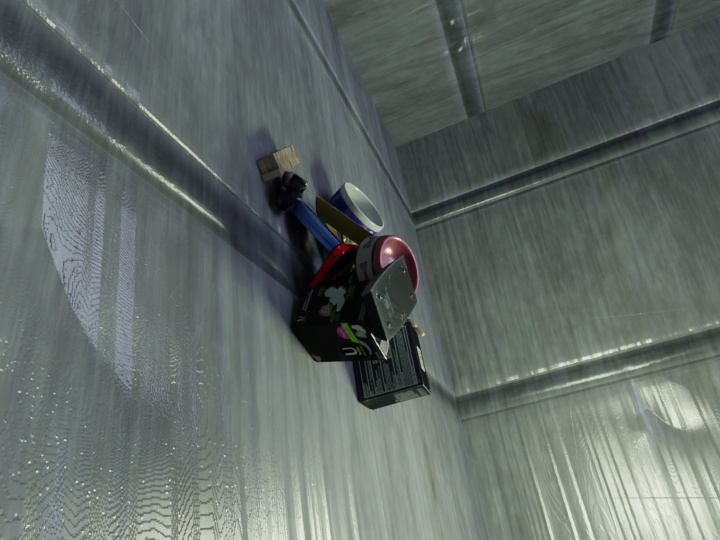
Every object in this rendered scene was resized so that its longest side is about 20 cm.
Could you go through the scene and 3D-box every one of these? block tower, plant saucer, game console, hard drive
[{"bbox_3d":[-0.215,-0.289,1.419,0.201,0.053,0.059,-72,141,-67],"label":"block tower"},{"bbox_3d":[-0.051,-0.132,1.512,0.198,0.049,0.200,35,3,-4],"label":"plant saucer"},{"bbox_3d":[-0.075,0.005,1.409,0.031,0.178,0.200,42,11,11],"label":"game console"},{"bbox_3d":[0.067,0.061,1.222,0.200,0.041,0.138,-43,118,-56],"label":"hard drive"}]

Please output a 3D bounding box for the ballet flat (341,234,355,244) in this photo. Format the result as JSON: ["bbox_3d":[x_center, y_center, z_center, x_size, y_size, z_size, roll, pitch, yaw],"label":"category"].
[{"bbox_3d":[-0.013,-0.072,1.753,0.202,0.062,0.077,69,38,-50],"label":"ballet flat"}]

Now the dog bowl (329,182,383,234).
[{"bbox_3d":[-0.012,-0.199,1.829,0.200,0.079,0.201,42,21,-20],"label":"dog bowl"}]

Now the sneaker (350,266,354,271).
[{"bbox_3d":[0.000,0.000,1.715,0.200,0.079,0.076,34,41,-75],"label":"sneaker"}]

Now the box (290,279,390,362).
[{"bbox_3d":[-0.039,0.125,1.271,0.150,0.195,0.126,60,35,-40],"label":"box"}]

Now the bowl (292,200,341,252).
[{"bbox_3d":[-0.113,-0.112,1.467,0.201,0.039,0.201,47,2,-3],"label":"bowl"}]

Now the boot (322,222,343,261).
[{"bbox_3d":[-0.074,-0.085,1.675,0.166,0.071,0.205,-10,82,-75],"label":"boot"}]

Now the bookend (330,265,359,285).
[{"bbox_3d":[-0.031,0.096,1.417,0.200,0.197,0.093,52,43,-23],"label":"bookend"}]

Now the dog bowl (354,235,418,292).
[{"bbox_3d":[0.075,0.001,1.364,0.198,0.073,0.205,22,60,-45],"label":"dog bowl"}]

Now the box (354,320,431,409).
[{"bbox_3d":[0.090,0.287,1.610,0.124,0.194,0.204,53,23,-59],"label":"box"}]

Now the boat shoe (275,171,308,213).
[{"bbox_3d":[-0.191,-0.204,1.407,0.074,0.094,0.200,33,-1,-11],"label":"boat shoe"}]

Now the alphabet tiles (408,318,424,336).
[{"bbox_3d":[0.131,0.137,1.726,0.200,0.015,0.196,46,-1,2],"label":"alphabet tiles"}]
